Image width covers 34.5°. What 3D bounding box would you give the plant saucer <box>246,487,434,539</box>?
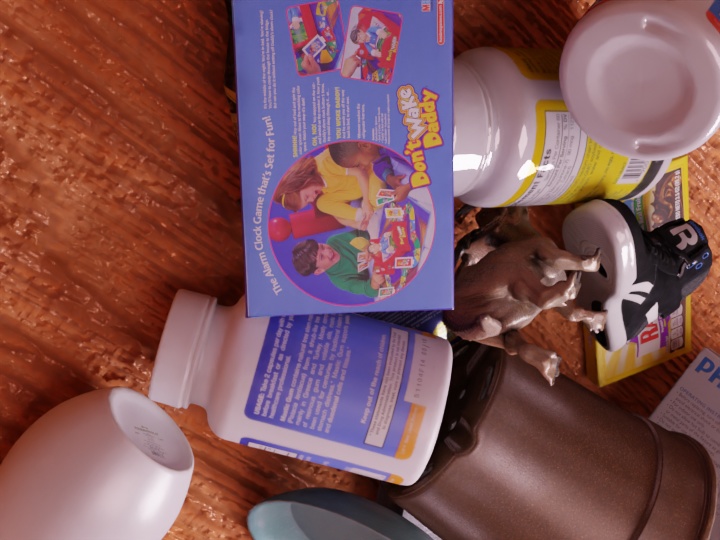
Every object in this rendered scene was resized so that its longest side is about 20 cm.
[{"bbox_3d":[0.004,0.230,0.928,0.200,0.200,0.036,57,49,-33],"label":"plant saucer"}]

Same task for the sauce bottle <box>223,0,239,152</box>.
[{"bbox_3d":[-0.056,-0.112,0.776,0.066,0.066,0.200,-16,102,-19],"label":"sauce bottle"}]

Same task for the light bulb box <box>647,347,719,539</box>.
[{"bbox_3d":[0.325,0.201,1.055,0.200,0.125,0.198,-53,145,4],"label":"light bulb box"}]

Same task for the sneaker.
[{"bbox_3d":[0.225,-0.020,0.914,0.112,0.073,0.200,-33,152,-7],"label":"sneaker"}]

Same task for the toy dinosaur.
[{"bbox_3d":[0.100,0.012,0.846,0.200,0.135,0.086,-37,136,-51],"label":"toy dinosaur"}]

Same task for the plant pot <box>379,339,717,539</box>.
[{"bbox_3d":[0.135,0.164,0.908,0.198,0.200,0.200,35,96,-15],"label":"plant pot"}]

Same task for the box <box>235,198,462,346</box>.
[{"bbox_3d":[0.000,0.000,0.889,0.121,0.032,0.200,-31,121,-10],"label":"box"}]

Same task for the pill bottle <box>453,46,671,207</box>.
[{"bbox_3d":[0.121,-0.104,0.840,0.200,0.114,0.115,-4,115,-31],"label":"pill bottle"}]

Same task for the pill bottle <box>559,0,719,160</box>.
[{"bbox_3d":[0.218,-0.167,0.786,0.200,0.112,0.112,-48,135,-45],"label":"pill bottle"}]

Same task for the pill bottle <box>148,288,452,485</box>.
[{"bbox_3d":[-0.044,0.077,0.829,0.200,0.112,0.112,16,107,-4],"label":"pill bottle"}]

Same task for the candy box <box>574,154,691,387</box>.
[{"bbox_3d":[0.240,0.001,1.011,0.102,0.026,0.200,-18,120,-13],"label":"candy box"}]

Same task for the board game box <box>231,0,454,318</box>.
[{"bbox_3d":[-0.010,-0.074,0.731,0.134,0.045,0.200,-2,104,-4],"label":"board game box"}]

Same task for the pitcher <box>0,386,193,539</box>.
[{"bbox_3d":[-0.202,0.185,0.840,0.200,0.121,0.172,-44,146,11],"label":"pitcher"}]

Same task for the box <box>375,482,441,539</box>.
[{"bbox_3d":[0.104,0.248,1.047,0.200,0.048,0.159,-3,114,-25],"label":"box"}]
